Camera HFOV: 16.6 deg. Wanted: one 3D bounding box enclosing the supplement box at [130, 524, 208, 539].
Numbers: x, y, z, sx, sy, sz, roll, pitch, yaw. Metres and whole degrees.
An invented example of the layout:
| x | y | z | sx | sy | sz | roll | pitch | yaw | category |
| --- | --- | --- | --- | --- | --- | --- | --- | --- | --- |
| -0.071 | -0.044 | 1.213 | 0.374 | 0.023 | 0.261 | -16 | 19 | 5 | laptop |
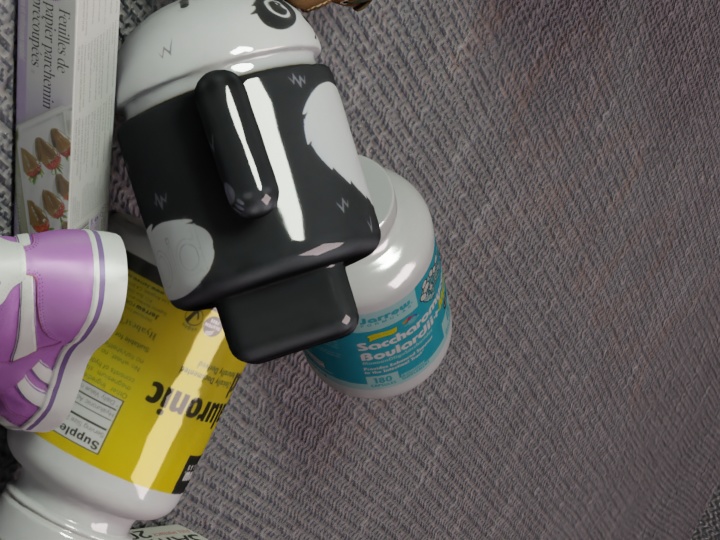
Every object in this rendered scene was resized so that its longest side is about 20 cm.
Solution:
| x | y | z | sx | sy | sz | roll | pitch | yaw | category |
| --- | --- | --- | --- | --- | --- | --- | --- | --- | --- |
| -0.162 | 0.278 | 1.679 | 0.200 | 0.074 | 0.126 | -66 | 159 | 6 | supplement box |

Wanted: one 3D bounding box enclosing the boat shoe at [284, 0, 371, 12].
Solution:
| x | y | z | sx | sy | sz | roll | pitch | yaw | category |
| --- | --- | --- | --- | --- | --- | --- | --- | --- | --- |
| 0.000 | -0.187 | 1.420 | 0.068 | 0.072 | 0.200 | 60 | 25 | -19 | boat shoe |

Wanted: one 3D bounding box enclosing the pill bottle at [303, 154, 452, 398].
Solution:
| x | y | z | sx | sy | sz | roll | pitch | yaw | category |
| --- | --- | --- | --- | --- | --- | --- | --- | --- | --- |
| 0.000 | 0.000 | 1.688 | 0.111 | 0.111 | 0.200 | -56 | 158 | -20 | pill bottle |

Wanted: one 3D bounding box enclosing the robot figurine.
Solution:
| x | y | z | sx | sy | sz | roll | pitch | yaw | category |
| --- | --- | --- | --- | --- | --- | --- | --- | --- | --- |
| -0.060 | -0.053 | 1.335 | 0.125 | 0.200 | 0.150 | -14 | 175 | -38 | robot figurine |

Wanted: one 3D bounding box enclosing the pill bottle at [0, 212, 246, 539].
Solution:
| x | y | z | sx | sy | sz | roll | pitch | yaw | category |
| --- | --- | --- | --- | --- | --- | --- | --- | --- | --- |
| -0.139 | 0.077 | 1.443 | 0.200 | 0.111 | 0.111 | -64 | 160 | 4 | pill bottle |

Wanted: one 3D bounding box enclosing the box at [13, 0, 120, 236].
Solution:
| x | y | z | sx | sy | sz | roll | pitch | yaw | category |
| --- | --- | --- | --- | --- | --- | --- | --- | --- | --- |
| -0.156 | -0.089 | 1.307 | 0.041 | 0.039 | 0.200 | -45 | 153 | -42 | box |

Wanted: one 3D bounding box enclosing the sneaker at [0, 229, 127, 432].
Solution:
| x | y | z | sx | sy | sz | roll | pitch | yaw | category |
| --- | --- | --- | --- | --- | --- | --- | --- | --- | --- |
| -0.202 | 0.030 | 1.318 | 0.200 | 0.114 | 0.073 | 123 | -39 | -57 | sneaker |
